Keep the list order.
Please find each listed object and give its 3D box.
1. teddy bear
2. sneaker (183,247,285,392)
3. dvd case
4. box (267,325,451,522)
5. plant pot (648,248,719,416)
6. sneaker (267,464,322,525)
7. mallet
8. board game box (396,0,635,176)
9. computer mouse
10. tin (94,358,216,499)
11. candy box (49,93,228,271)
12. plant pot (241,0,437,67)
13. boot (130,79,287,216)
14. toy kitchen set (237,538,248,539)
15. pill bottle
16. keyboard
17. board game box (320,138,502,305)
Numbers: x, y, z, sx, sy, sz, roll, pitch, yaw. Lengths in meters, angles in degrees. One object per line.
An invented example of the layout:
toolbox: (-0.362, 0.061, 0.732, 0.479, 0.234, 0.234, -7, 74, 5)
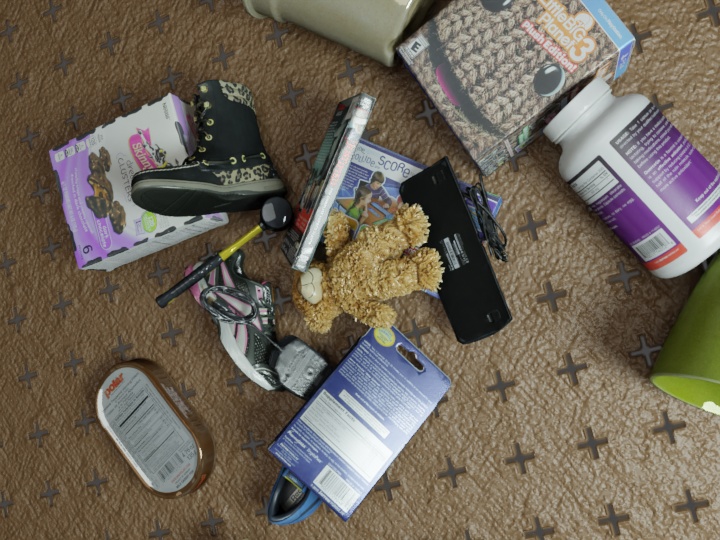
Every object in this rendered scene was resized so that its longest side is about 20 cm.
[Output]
teddy bear: (0.000, 0.000, 0.775, 0.197, 0.067, 0.148, -3, 99, 23)
sneaker: (-0.137, 0.056, 0.846, 0.086, 0.080, 0.201, -36, 84, 1)
dvd case: (-0.043, -0.104, 0.793, 0.022, 0.146, 0.203, 20, 94, -14)
box: (0.002, 0.167, 0.785, 0.121, 0.032, 0.200, 42, 78, 0)
plant pot: (0.397, 0.038, 0.646, 0.184, 0.187, 0.203, 18, 80, 16)
sneaker: (-0.045, 0.219, 0.810, 0.066, 0.078, 0.202, 34, 96, 17)
mallet: (-0.161, -0.021, 0.812, 0.199, 0.066, 0.041, -39, 95, -13)
board game box: (0.169, -0.234, 0.753, 0.199, 0.097, 0.161, -37, 78, 12)
computer mouse: (-0.108, 0.087, 0.806, 0.200, 0.034, 0.059, 42, 70, -8)
tin: (-0.274, 0.207, 0.900, 0.112, 0.042, 0.200, -44, 77, 6)
candy box: (-0.294, -0.112, 0.900, 0.197, 0.071, 0.170, -20, 83, 15)
plant pot: (-0.007, -0.339, 0.776, 0.182, 0.200, 0.202, 32, 97, 4)
boot: (-0.193, -0.150, 0.820, 0.073, 0.201, 0.156, -28, 74, 45)
toy kitchen set: (-0.087, 0.452, 0.826, 0.202, 0.177, 0.165, -113, 31, -41)
pill bottle: (0.283, -0.098, 0.694, 0.112, 0.112, 0.200, -43, 85, 11)
keyboard: (0.121, -0.026, 0.765, 0.103, 0.039, 0.203, -25, 83, 36)
board game box: (0.052, -0.062, 0.813, 0.198, 0.034, 0.137, 26, 95, 15)
